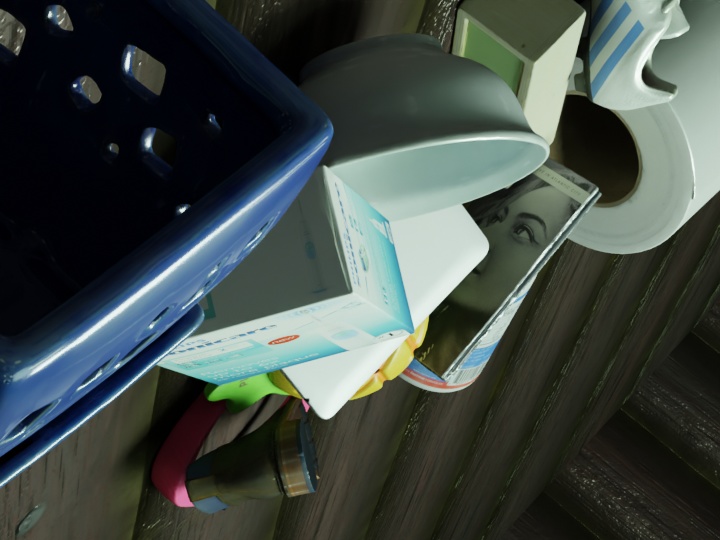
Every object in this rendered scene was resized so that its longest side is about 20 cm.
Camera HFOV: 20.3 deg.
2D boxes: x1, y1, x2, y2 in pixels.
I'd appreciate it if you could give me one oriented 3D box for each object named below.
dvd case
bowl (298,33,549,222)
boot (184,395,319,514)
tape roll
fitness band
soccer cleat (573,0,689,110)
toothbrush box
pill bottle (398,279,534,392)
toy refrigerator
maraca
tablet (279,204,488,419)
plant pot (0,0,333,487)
[{"bbox_3d":[0.085,-0.022,1.659,0.200,0.149,0.016,-50,140,-5],"label":"dvd case"},{"bbox_3d":[0.016,-0.095,1.300,0.201,0.091,0.201,-12,170,-2],"label":"bowl"},{"bbox_3d":[-0.086,0.147,1.605,0.097,0.075,0.200,-13,-179,1],"label":"boot"},{"bbox_3d":[0.228,-0.133,1.702,0.139,0.203,0.203,-38,160,-39],"label":"tape roll"},{"bbox_3d":[-0.103,0.134,1.671,0.144,0.037,0.200,-53,164,6],"label":"fitness band"},{"bbox_3d":[0.210,-0.220,1.536,0.070,0.086,0.200,-46,137,-58],"label":"soccer cleat"},{"bbox_3d":[-0.059,0.008,1.283,0.146,0.085,0.200,-15,168,9],"label":"toothbrush box"},{"bbox_3d":[0.094,0.006,1.807,0.112,0.112,0.200,-34,157,-48],"label":"pill bottle"},{"bbox_3d":[0.114,-0.149,1.569,0.070,0.076,0.200,-46,165,-20],"label":"toy refrigerator"},{"bbox_3d":[-0.032,0.051,1.565,0.200,0.107,0.137,-19,140,-27],"label":"maraca"},{"bbox_3d":[0.000,0.000,1.510,0.200,0.130,0.014,-45,-162,-22],"label":"tablet"},{"bbox_3d":[-0.161,-0.024,0.827,0.200,0.200,0.180,-40,167,-39],"label":"plant pot"}]
